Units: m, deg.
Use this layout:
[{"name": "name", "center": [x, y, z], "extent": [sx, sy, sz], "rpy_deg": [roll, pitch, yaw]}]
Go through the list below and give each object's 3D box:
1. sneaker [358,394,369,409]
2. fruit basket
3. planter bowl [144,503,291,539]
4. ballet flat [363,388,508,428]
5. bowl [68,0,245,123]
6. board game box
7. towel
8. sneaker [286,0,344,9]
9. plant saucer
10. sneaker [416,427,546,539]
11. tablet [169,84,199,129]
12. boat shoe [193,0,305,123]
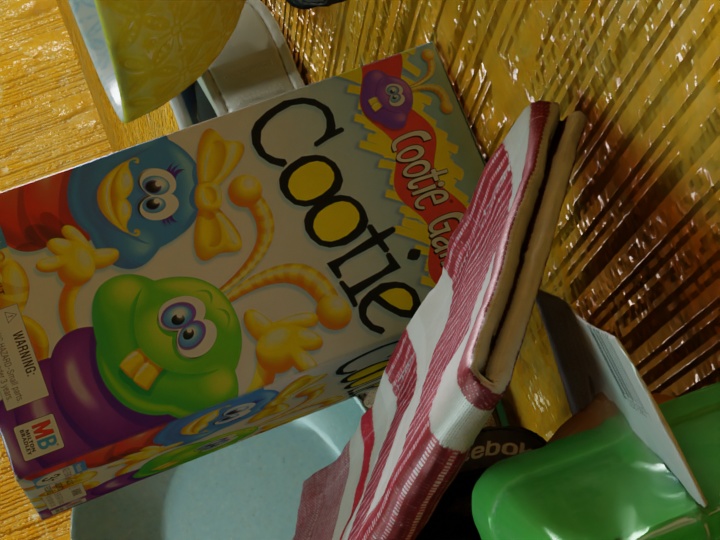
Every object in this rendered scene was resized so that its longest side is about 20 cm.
[{"name": "sneaker", "center": [-0.021, 0.051, 0.912], "extent": [0.090, 0.066, 0.202], "rpy_deg": [70, -172, -87]}, {"name": "fruit basket", "center": [0.092, 0.093, 0.455], "extent": [0.200, 0.093, 0.187], "rpy_deg": [-42, -68, -84]}, {"name": "planter bowl", "center": [-0.057, 0.232, 0.943], "extent": [0.134, 0.199, 0.201], "rpy_deg": [14, -132, -61]}, {"name": "ballet flat", "center": [0.053, 0.132, 0.736], "extent": [0.068, 0.067, 0.202], "rpy_deg": [130, 119, -79]}, {"name": "bowl", "center": [-0.100, -0.183, 0.826], "extent": [0.200, 0.107, 0.202], "rpy_deg": [160, 90, -81]}, {"name": "board game box", "center": [-0.049, 0.007, 0.650], "extent": [0.105, 0.198, 0.104], "rpy_deg": [110, 139, -74]}, {"name": "towel", "center": [0.006, 0.057, 0.506], "extent": [0.144, 0.023, 0.201], "rpy_deg": [-67, 4, -53]}, {"name": "sneaker", "center": [-0.042, -0.175, 0.627], "extent": [0.098, 0.070, 0.201], "rpy_deg": [87, 159, -53]}, {"name": "plant saucer", "center": [-0.058, 0.134, 0.857], "extent": [0.039, 0.200, 0.202], "rpy_deg": [13, -130, -61]}, {"name": "sneaker", "center": [0.039, 0.105, 0.562], "extent": [0.200, 0.070, 0.099], "rpy_deg": [-5, -91, -70]}, {"name": "tablet", "center": [-0.088, -0.099, 1.026], "extent": [0.201, 0.014, 0.131], "rpy_deg": [75, -165, -46]}, {"name": "boat shoe", "center": [-0.049, -0.062, 0.907], "extent": [0.061, 0.071, 0.202], "rpy_deg": [81, 173, -52]}]
